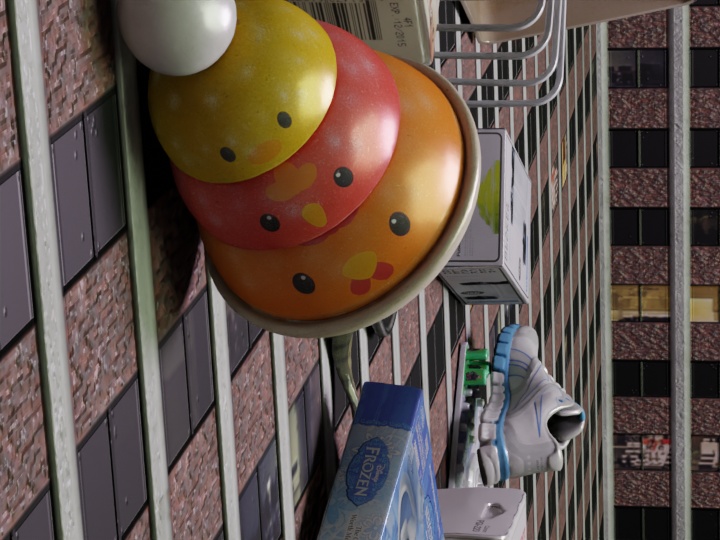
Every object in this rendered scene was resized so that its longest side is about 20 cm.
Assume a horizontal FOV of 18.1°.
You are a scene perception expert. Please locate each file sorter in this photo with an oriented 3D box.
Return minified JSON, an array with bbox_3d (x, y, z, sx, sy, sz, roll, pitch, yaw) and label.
[{"bbox_3d":[0.074,-0.206,1.546,0.200,0.124,0.140,62,31,-70],"label":"file sorter"}]

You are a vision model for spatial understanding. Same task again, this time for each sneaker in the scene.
[{"bbox_3d":[0.154,0.118,1.964,0.200,0.086,0.075,-77,162,-54],"label":"sneaker"}]

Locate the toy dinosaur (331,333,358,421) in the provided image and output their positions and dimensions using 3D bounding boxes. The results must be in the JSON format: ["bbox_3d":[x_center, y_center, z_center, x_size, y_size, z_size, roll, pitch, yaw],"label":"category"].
[{"bbox_3d":[0.000,0.000,1.371,0.201,0.047,0.088,83,30,-45],"label":"toy dinosaur"}]

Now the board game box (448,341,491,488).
[{"bbox_3d":[0.105,0.197,2.000,0.200,0.026,0.201,73,20,-58],"label":"board game box"}]

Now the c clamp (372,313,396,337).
[{"bbox_3d":[0.015,-0.047,1.521,0.200,0.027,0.172,62,35,-72],"label":"c clamp"}]

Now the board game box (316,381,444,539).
[{"bbox_3d":[0.009,0.210,1.387,0.201,0.043,0.200,80,21,-46],"label":"board game box"}]

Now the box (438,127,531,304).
[{"bbox_3d":[0.103,-0.041,1.882,0.200,0.060,0.117,46,45,-75],"label":"box"}]

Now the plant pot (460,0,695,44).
[{"bbox_3d":[0.174,-0.323,1.949,0.200,0.198,0.178,46,34,-75],"label":"plant pot"}]

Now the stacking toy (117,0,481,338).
[{"bbox_3d":[-0.048,-0.071,0.988,0.200,0.145,0.147,42,46,-51],"label":"stacking toy"}]

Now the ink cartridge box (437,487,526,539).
[{"bbox_3d":[0.081,0.279,1.716,0.146,0.084,0.201,-42,134,-76],"label":"ink cartridge box"}]

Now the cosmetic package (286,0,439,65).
[{"bbox_3d":[-0.005,-0.212,1.185,0.087,0.103,0.201,77,19,-58],"label":"cosmetic package"}]
